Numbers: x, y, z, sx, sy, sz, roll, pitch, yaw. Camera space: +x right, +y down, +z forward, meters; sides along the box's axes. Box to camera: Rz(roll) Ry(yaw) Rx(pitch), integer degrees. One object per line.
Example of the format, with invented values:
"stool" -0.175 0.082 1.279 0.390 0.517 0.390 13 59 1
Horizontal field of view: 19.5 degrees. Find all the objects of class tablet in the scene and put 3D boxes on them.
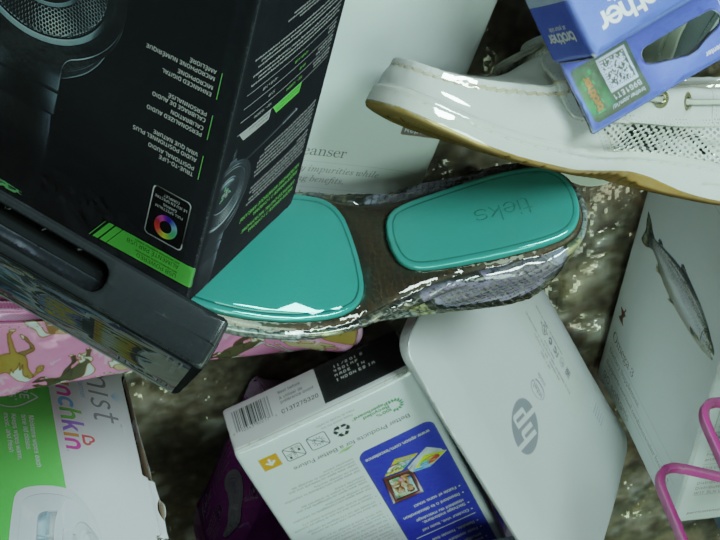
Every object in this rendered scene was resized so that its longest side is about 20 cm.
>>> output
"tablet" 0.082 0.063 1.053 0.014 0.130 0.200 -10 127 31

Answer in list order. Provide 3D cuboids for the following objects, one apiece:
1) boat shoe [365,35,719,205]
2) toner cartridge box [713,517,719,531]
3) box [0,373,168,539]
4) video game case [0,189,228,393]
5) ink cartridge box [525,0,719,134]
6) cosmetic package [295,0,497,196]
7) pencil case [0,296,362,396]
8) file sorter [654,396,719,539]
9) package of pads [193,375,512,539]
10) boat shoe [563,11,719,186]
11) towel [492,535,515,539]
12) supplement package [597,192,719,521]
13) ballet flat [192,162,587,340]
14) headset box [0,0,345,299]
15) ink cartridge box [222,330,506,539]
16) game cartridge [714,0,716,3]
"boat shoe" 0.093 -0.077 0.903 0.200 0.071 0.070 8 100 -34
"toner cartridge box" 0.318 0.136 1.268 0.200 0.043 0.095 12 125 -27
"box" -0.171 0.168 1.032 0.096 0.200 0.177 11 127 -26
"video game case" -0.142 -0.008 0.842 0.180 0.200 0.026 30 82 -4
"ink cartridge box" 0.103 -0.169 0.836 0.119 0.042 0.200 -30 104 -19
"cosmetic package" -0.010 -0.117 0.908 0.113 0.081 0.200 2 131 -23
"pencil case" -0.101 0.012 0.995 0.199 0.083 0.087 -7 133 -10
"file sorter" 0.241 0.077 0.935 0.125 0.139 0.200 15 125 -27
"package of pads" 0.020 0.127 1.142 0.200 0.076 0.121 8 125 -24
"boat shoe" 0.139 -0.135 0.966 0.073 0.062 0.200 26 112 6
"towel" -0.009 0.196 1.077 0.199 0.023 0.153 -6 136 -15
"supplement package" 0.210 0.015 1.074 0.117 0.117 0.200 -4 131 -16
"ballet flat" 0.000 0.000 0.922 0.200 0.072 0.072 -8 133 -12
"headset box" -0.102 -0.109 0.820 0.174 0.093 0.200 28 129 13
"ink cartridge box" 0.013 0.120 1.058 0.095 0.037 0.200 -25 131 3
"game cartridge" 0.208 -0.200 0.893 0.199 0.041 0.133 -17 105 -2
